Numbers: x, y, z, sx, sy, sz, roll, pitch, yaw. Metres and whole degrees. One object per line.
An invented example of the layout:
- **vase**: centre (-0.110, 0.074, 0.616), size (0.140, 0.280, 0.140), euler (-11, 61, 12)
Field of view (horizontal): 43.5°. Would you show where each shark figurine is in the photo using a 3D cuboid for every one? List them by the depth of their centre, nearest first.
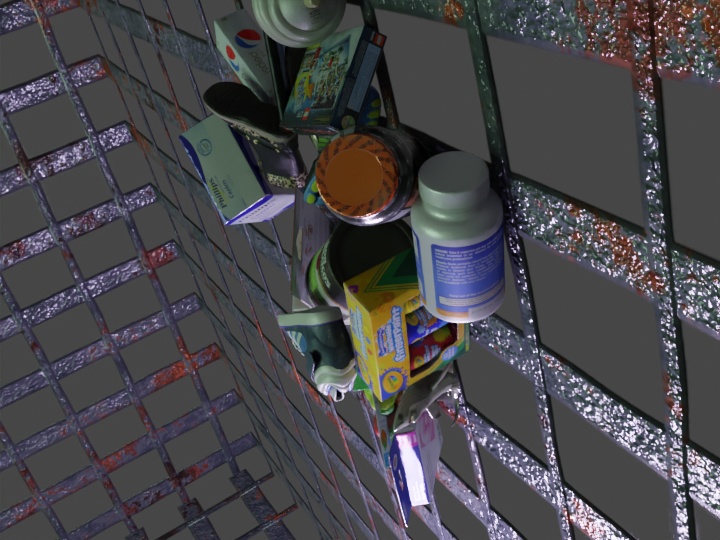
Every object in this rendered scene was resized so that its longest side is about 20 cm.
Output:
- **shark figurine**: centre (0.110, 0.181, 1.444), size (0.089, 0.128, 0.214), euler (30, -169, 27)

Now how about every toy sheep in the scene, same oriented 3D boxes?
- **toy sheep**: centre (-0.081, -0.360, 1.184), size (0.200, 0.138, 0.138), euler (-116, 5, -69)

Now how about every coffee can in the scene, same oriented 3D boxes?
- **coffee can**: centre (0.000, 0.000, 1.430), size (0.146, 0.146, 0.200), euler (61, 162, 5)

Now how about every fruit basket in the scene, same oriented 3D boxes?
- **fruit basket**: centre (0.058, 0.236, 1.598), size (0.185, 0.094, 0.200), euler (5, -111, -73)

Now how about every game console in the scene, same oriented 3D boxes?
- **game console**: centre (-0.125, -0.332, 1.373), size (0.177, 0.031, 0.200), euler (-103, 3, -61)

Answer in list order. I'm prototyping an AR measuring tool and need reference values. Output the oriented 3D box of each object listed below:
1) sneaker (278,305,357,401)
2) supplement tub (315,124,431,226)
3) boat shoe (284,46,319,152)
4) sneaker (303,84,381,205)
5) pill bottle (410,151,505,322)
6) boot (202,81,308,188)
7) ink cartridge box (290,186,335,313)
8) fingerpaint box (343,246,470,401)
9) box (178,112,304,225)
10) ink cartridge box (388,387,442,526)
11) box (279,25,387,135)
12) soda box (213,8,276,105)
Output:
- **sneaker**: centre (-0.066, 0.132, 1.405), size (0.200, 0.080, 0.147), euler (172, 86, -68)
- **supplement tub**: centre (0.018, -0.119, 1.126), size (0.123, 0.122, 0.200), euler (62, -164, 2)
- **boat shoe**: centre (-0.078, -0.266, 1.392), size (0.073, 0.074, 0.200), euler (32, 143, 57)
- **sneaker**: centre (-0.029, -0.183, 1.301), size (0.200, 0.071, 0.083), euler (-67, 30, 23)
- **pill bottle**: centre (0.120, -0.041, 1.103), size (0.112, 0.112, 0.200), euler (46, 155, 42)
- **boot**: centre (-0.172, -0.227, 1.523), size (0.200, 0.073, 0.151), euler (27, 155, 27)
- **ink cartridge box**: centre (-0.097, -0.021, 1.572), size (0.174, 0.043, 0.200), euler (41, -135, -59)
- **fingerpaint box**: centre (0.073, 0.071, 1.300), size (0.073, 0.167, 0.200), euler (47, 155, 40)
- **box**: centre (-0.211, -0.191, 1.664), size (0.184, 0.105, 0.200), euler (62, -161, 3)
- **ink cartridge box**: centre (0.099, 0.304, 1.558), size (0.200, 0.043, 0.197), euler (-74, -23, -47)
- **box**: centre (-0.042, -0.255, 1.237), size (0.200, 0.038, 0.137), euler (20, 92, 65)
- **soda box**: centre (-0.178, -0.356, 1.554), size (0.200, 0.064, 0.068), euler (54, 161, 23)
